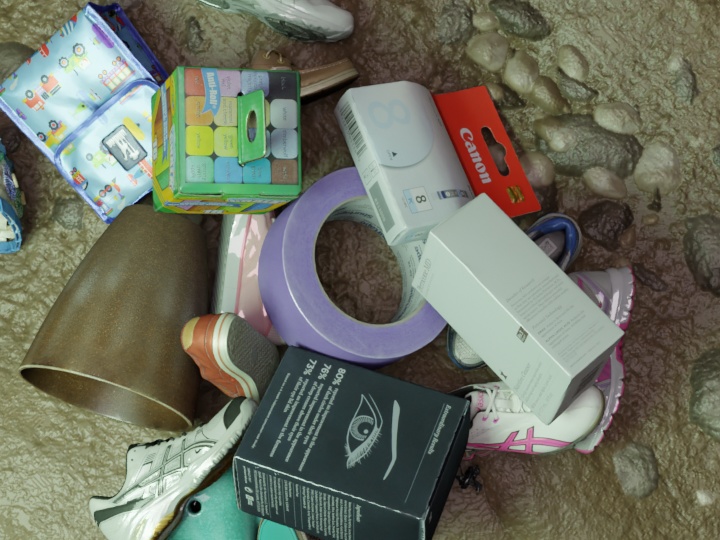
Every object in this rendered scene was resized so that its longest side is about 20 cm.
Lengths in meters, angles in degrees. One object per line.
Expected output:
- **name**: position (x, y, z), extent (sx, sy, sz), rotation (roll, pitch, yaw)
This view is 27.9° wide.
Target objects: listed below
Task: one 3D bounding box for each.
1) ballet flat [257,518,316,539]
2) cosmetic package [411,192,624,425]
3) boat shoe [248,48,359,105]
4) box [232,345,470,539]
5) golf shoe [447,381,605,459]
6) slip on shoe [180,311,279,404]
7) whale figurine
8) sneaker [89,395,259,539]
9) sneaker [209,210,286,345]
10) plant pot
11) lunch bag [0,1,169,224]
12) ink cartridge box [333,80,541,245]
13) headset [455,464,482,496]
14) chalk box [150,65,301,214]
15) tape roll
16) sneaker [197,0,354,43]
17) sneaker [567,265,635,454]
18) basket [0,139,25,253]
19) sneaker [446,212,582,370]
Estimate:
- **ballet flat**: position (-0.061, 0.327, 1.505), extent (0.068, 0.067, 0.202), rotation (2, 108, 29)
- **cosmetic package**: position (0.149, 0.036, 1.411), extent (0.081, 0.113, 0.200), rotation (-37, 70, -25)
- **boat shoe**: position (-0.102, -0.203, 1.560), extent (0.198, 0.074, 0.067), rotation (-15, 90, 1)
- **box**: position (-0.007, 0.184, 1.434), extent (0.198, 0.105, 0.149), rotation (18, 53, 13)
- **golf shoe**: position (0.149, 0.149, 1.475), extent (0.199, 0.092, 0.073), rotation (-14, 63, 28)
- **slip on shoe**: position (-0.128, 0.096, 1.483), extent (0.061, 0.200, 0.075), rotation (5, 67, 19)
- **whale figurine**: position (-0.153, 0.275, 1.508), extent (0.158, 0.104, 0.202), rotation (-18, 87, 0)
- **sneaker**: position (-0.186, 0.188, 1.430), extent (0.088, 0.076, 0.200), rotation (42, 84, 13)
- **sneaker**: position (-0.098, -0.013, 1.550), extent (0.104, 0.075, 0.202), rotation (10, 75, -15)
- **plant pot**: position (-0.232, 0.042, 1.507), extent (0.185, 0.187, 0.201), rotation (16, 71, 3)
- **lunch bag**: position (-0.264, -0.160, 1.546), extent (0.150, 0.094, 0.200), rotation (-39, 91, 14)
- **ink cartridge box**: position (0.089, -0.121, 1.502), extent (0.199, 0.047, 0.161), rotation (-13, 71, -30)
- **headset**: position (0.028, 0.243, 1.534), extent (0.199, 0.094, 0.125), rotation (-18, 89, 16)
- **chalk box**: position (-0.129, -0.127, 1.412), extent (0.123, 0.200, 0.126), rotation (0, 85, -16)
- **tape roll**: position (0.000, 0.000, 1.498), extent (0.198, 0.085, 0.202), rotation (5, 75, -21)
- **sneaker**: position (-0.092, -0.315, 1.569), extent (0.199, 0.078, 0.100), rotation (23, 83, 3)
- **sneaker**: position (0.234, 0.091, 1.529), extent (0.087, 0.081, 0.202), rotation (7, 79, 6)
- **basket**: position (-0.424, -0.048, 1.507), extent (0.138, 0.176, 0.202), rotation (8, 75, -1)
- **sneaker**: position (0.159, 0.017, 1.528), extent (0.077, 0.085, 0.201), rotation (37, 88, 4)
